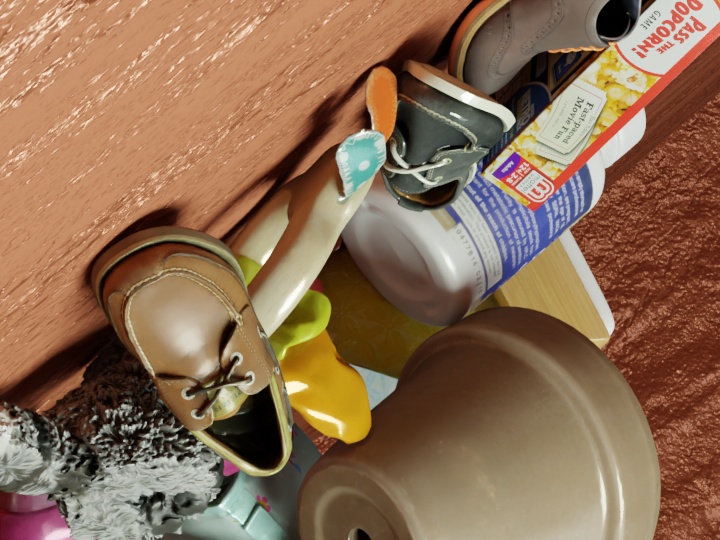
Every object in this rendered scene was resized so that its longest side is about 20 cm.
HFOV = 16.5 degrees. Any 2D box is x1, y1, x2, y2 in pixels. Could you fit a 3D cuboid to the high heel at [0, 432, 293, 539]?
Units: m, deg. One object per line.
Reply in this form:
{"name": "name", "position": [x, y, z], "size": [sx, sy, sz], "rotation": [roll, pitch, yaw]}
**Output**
{"name": "high heel", "position": [-0.131, 0.136, 1.503], "size": [0.200, 0.096, 0.067], "rotation": [-3, -167, -30]}

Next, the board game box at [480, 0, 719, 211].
{"name": "board game box", "position": [0.155, -0.150, 1.502], "size": [0.200, 0.046, 0.152], "rotation": [-45, -159, 31]}

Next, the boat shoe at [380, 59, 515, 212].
{"name": "boat shoe", "position": [0.044, -0.075, 1.437], "size": [0.068, 0.072, 0.200], "rotation": [-63, 178, -6]}

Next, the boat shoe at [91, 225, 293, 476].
{"name": "boat shoe", "position": [-0.075, 0.045, 1.285], "size": [0.072, 0.068, 0.200], "rotation": [-30, 150, 4]}

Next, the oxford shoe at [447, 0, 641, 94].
{"name": "oxford shoe", "position": [0.111, -0.144, 1.417], "size": [0.071, 0.073, 0.200], "rotation": [-39, 174, -32]}

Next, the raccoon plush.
{"name": "raccoon plush", "position": [-0.149, 0.063, 1.374], "size": [0.097, 0.134, 0.200], "rotation": [-28, 145, 13]}

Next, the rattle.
{"name": "rattle", "position": [0.000, 0.000, 1.399], "size": [0.200, 0.143, 0.130], "rotation": [-46, 180, 21]}

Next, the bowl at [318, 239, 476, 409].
{"name": "bowl", "position": [0.012, 0.034, 1.746], "size": [0.200, 0.200, 0.108], "rotation": [108, -1, -79]}

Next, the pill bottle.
{"name": "pill bottle", "position": [0.092, -0.065, 1.651], "size": [0.200, 0.120, 0.120], "rotation": [-39, 174, -23]}

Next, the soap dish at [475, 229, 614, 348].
{"name": "soap dish", "position": [0.088, 0.003, 1.828], "size": [0.081, 0.200, 0.157], "rotation": [-17, 162, -33]}

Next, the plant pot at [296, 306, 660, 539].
{"name": "plant pot", "position": [0.057, 0.141, 1.539], "size": [0.175, 0.200, 0.200], "rotation": [-22, 163, -41]}

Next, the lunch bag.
{"name": "lunch bag", "position": [-0.073, 0.164, 1.662], "size": [0.122, 0.170, 0.200], "rotation": [-41, -152, 0]}

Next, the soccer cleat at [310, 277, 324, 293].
{"name": "soccer cleat", "position": [-0.067, 0.023, 1.571], "size": [0.200, 0.067, 0.077], "rotation": [-43, 151, -61]}
